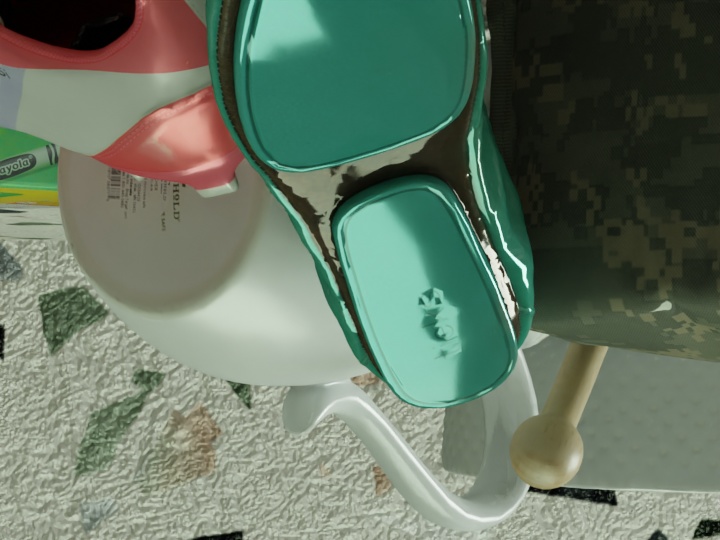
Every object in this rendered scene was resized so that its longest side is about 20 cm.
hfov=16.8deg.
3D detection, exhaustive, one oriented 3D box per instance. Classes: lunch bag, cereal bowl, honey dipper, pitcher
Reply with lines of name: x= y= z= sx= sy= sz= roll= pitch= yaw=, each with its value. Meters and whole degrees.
lunch bag: x=0.155 y=-0.027 z=0.723 sx=0.163 sy=0.119 sz=0.199 roll=-1 pitch=173 yaw=36
cereal bowl: x=0.133 y=0.043 z=0.992 sx=0.199 sy=0.084 sz=0.200 roll=2 pitch=178 yaw=0
honey dipper: x=0.087 y=-0.004 z=0.790 sx=0.038 sy=0.038 sz=0.200 roll=0 pitch=-140 yaw=24
pitcher: x=0.000 y=0.000 z=0.772 sx=0.121 sy=0.173 sz=0.200 roll=-6 pitch=175 yaw=34

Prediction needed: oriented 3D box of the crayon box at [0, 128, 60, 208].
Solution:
crayon box: x=-0.173 y=-0.057 z=0.888 sx=0.199 sy=0.059 sz=0.118 roll=3 pitch=177 yaw=-43

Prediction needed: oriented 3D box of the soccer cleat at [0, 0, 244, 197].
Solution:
soccer cleat: x=-0.110 y=-0.068 z=0.673 sx=0.199 sy=0.067 sz=0.077 roll=10 pitch=144 yaw=30

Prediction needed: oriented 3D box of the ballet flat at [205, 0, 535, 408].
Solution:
ballet flat: x=0.000 y=-0.045 z=0.612 sx=0.067 sy=0.071 sz=0.201 roll=-18 pitch=141 yaw=1
